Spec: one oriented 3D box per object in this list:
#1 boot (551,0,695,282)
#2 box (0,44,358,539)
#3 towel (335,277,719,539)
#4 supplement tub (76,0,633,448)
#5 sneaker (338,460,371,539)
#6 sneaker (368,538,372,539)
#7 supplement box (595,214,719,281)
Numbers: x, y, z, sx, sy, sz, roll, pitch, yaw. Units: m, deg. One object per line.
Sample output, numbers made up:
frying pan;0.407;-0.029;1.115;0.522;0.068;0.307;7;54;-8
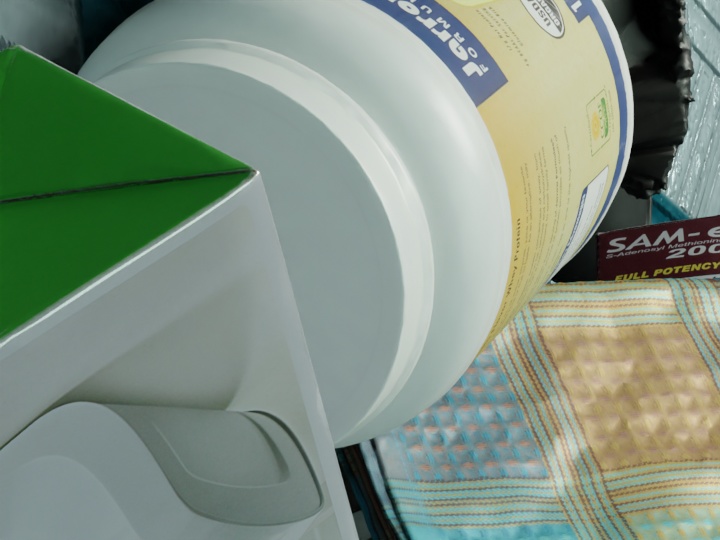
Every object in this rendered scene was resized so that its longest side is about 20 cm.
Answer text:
boot;0.092;-0.067;1.106;0.162;0.073;0.198;-125;-158;-70
box;-0.105;0.082;0.583;0.200;0.097;0.177;-33;129;-26
towel;0.085;0.058;0.950;0.147;0.200;0.022;66;-33;36
supplement tub;-0.008;-0.030;0.852;0.200;0.144;0.144;-42;130;-62
sneaker;0.000;0.000;1.010;0.082;0.077;0.200;30;65;-32
sneaker;0.017;0.104;1.048;0.200;0.074;0.085;-2;88;-77
supplement box;0.126;0.088;1.045;0.109;0.061;0.200;69;19;-44
